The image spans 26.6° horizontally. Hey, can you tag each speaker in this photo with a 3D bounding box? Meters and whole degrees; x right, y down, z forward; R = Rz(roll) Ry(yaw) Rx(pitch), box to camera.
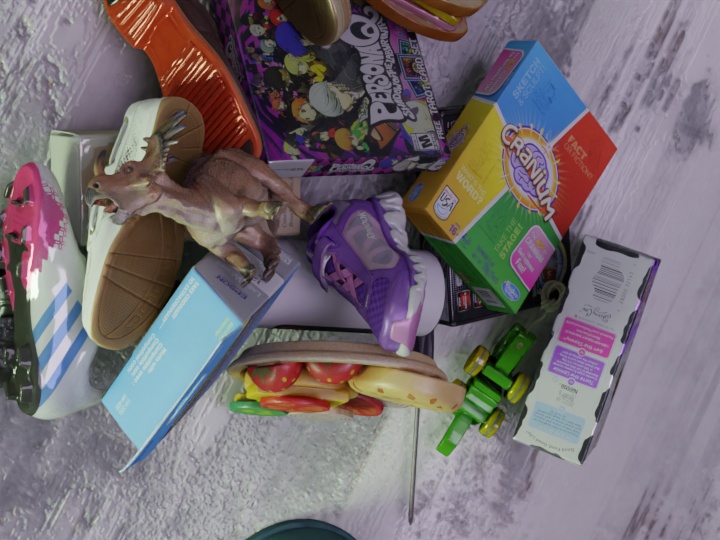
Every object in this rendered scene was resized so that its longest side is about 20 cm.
[{"bbox_3d":[-0.027,0.014,1.362,0.199,0.081,0.082,4,95,-30],"label":"speaker"}]

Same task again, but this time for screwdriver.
[{"bbox_3d":[0.052,0.143,1.457,0.028,0.029,0.202,1,99,-29],"label":"screwdriver"}]

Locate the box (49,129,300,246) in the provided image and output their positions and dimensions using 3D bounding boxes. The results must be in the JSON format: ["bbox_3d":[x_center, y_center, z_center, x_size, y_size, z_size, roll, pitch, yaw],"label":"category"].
[{"bbox_3d":[-0.155,-0.073,1.279,0.199,0.078,0.096,-5,100,-29],"label":"box"}]

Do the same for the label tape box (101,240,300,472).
[{"bbox_3d":[-0.134,0.056,1.195,0.066,0.200,0.144,38,112,2],"label":"label tape box"}]

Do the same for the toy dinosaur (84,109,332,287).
[{"bbox_3d":[-0.108,-0.063,1.159,0.135,0.200,0.086,40,107,11],"label":"toy dinosaur"}]

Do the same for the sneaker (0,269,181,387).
[{"bbox_3d":[-0.244,0.054,1.260,0.198,0.060,0.105,2,94,-24],"label":"sneaker"}]

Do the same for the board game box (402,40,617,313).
[{"bbox_3d":[0.139,-0.086,1.400,0.153,0.040,0.201,46,68,-32],"label":"board game box"}]

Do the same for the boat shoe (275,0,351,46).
[{"bbox_3d":[-0.047,-0.285,1.283,0.064,0.071,0.201,-15,77,-38],"label":"boat shoe"}]

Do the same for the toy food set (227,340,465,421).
[{"bbox_3d":[-0.017,0.099,1.318,0.198,0.198,0.049,6,77,-15],"label":"toy food set"}]

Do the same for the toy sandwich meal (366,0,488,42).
[{"bbox_3d":[0.057,-0.306,1.338,0.204,0.070,0.207,9,72,-28],"label":"toy sandwich meal"}]

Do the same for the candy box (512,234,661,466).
[{"bbox_3d":[0.219,0.072,1.448,0.071,0.168,0.202,20,94,12],"label":"candy box"}]

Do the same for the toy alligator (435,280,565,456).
[{"bbox_3d":[0.134,0.091,1.465,0.059,0.054,0.201,34,96,-5],"label":"toy alligator"}]

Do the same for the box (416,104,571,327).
[{"bbox_3d":[0.128,-0.060,1.448,0.159,0.044,0.202,-10,102,-36],"label":"box"}]

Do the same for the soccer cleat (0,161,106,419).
[{"bbox_3d":[-0.237,0.015,1.201,0.086,0.070,0.202,-2,95,-33],"label":"soccer cleat"}]

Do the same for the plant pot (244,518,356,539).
[{"bbox_3d":[-0.018,0.345,1.346,0.199,0.196,0.202,-5,100,-29],"label":"plant pot"}]

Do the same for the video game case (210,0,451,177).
[{"bbox_3d":[-0.028,-0.177,1.307,0.180,0.036,0.202,-4,69,-29],"label":"video game case"}]

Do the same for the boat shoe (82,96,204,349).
[{"bbox_3d":[-0.180,-0.038,1.186,0.071,0.069,0.202,28,75,-47],"label":"boat shoe"}]

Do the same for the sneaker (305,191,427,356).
[{"bbox_3d":[0.000,0.000,1.266,0.088,0.201,0.081,7,120,-15],"label":"sneaker"}]

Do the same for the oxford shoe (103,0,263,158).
[{"bbox_3d":[-0.129,-0.172,1.245,0.072,0.071,0.201,-19,74,-54],"label":"oxford shoe"}]
